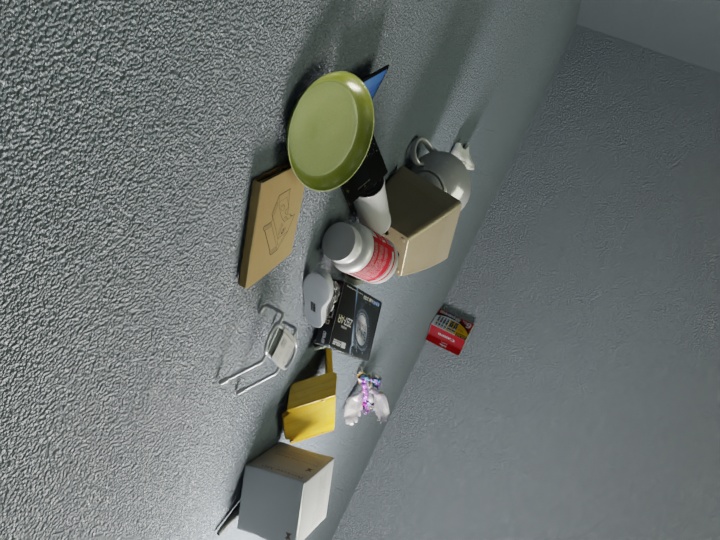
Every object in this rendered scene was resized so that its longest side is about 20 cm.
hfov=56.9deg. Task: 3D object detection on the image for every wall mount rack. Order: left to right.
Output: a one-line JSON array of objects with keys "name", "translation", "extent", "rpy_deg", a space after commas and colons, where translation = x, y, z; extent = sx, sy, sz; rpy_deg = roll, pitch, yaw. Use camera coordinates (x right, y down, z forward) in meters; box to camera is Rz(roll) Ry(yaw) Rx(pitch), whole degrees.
[{"name": "wall mount rack", "translation": [-0.192, 0.166, 1.305], "extent": [0.200, 0.074, 0.176], "rpy_deg": [69, 44, -69]}]

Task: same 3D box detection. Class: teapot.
[{"name": "teapot", "translation": [0.194, -0.226, 1.798], "extent": [0.145, 0.200, 0.199], "rpy_deg": [-25, 150, -50]}]

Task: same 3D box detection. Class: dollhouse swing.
[{"name": "dollhouse swing", "translation": [-0.138, 0.317, 1.766], "extent": [0.179, 0.177, 0.201], "rpy_deg": [-14, 145, -13]}]

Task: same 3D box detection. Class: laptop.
[{"name": "laptop", "translation": [0.015, -0.259, 1.265], "extent": [0.177, 0.102, 0.202], "rpy_deg": [-45, 117, -49]}]

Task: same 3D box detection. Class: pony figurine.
[{"name": "pony figurine", "translation": [0.028, 0.443, 2.344], "extent": [0.200, 0.164, 0.197], "rpy_deg": [43, 41, -70]}]

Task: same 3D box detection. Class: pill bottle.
[{"name": "pill bottle", "translation": [-0.002, -0.042, 1.498], "extent": [0.199, 0.111, 0.114], "rpy_deg": [23, 92, -60]}]

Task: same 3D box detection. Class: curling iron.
[{"name": "curling iron", "translation": [-0.294, 0.595, 1.674], "extent": [0.200, 0.025, 0.050], "rpy_deg": [-42, 141, -56]}]

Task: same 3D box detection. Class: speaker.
[{"name": "speaker", "translation": [0.023, -0.154, 1.507], "extent": [0.082, 0.080, 0.200], "rpy_deg": [-60, 163, -16]}]

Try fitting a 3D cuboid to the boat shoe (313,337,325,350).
[{"name": "boat shoe", "translation": [-0.060, 0.150, 1.729], "extent": [0.200, 0.071, 0.062], "rpy_deg": [-24, 97, -51]}]

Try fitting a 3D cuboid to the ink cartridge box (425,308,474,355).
[{"name": "ink cartridge box", "translation": [0.456, 0.316, 3.412], "extent": [0.176, 0.198, 0.085], "rpy_deg": [-51, 159, -43]}]

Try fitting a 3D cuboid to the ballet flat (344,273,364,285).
[{"name": "ballet flat", "translation": [0.000, 0.000, 1.694], "extent": [0.069, 0.068, 0.200], "rpy_deg": [-61, 166, 19]}]

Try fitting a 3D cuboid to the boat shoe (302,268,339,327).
[{"name": "boat shoe", "translation": [-0.081, 0.050, 1.477], "extent": [0.068, 0.073, 0.201], "rpy_deg": [-49, 158, -32]}]

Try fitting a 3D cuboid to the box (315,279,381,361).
[{"name": "box", "translation": [-0.026, 0.128, 1.662], "extent": [0.199, 0.043, 0.163], "rpy_deg": [32, 68, -55]}]

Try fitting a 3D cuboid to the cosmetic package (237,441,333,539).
[{"name": "cosmetic package", "translation": [-0.183, 0.556, 1.669], "extent": [0.200, 0.165, 0.169], "rpy_deg": [-7, 107, -71]}]

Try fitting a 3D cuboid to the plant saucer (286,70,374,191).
[{"name": "plant saucer", "translation": [-0.055, -0.235, 1.121], "extent": [0.199, 0.031, 0.203], "rpy_deg": [-28, 131, -37]}]

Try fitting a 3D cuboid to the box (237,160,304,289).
[{"name": "box", "translation": [-0.148, -0.087, 1.149], "extent": [0.163, 0.021, 0.203], "rpy_deg": [-44, 152, -55]}]

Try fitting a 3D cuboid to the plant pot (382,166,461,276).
[{"name": "plant pot", "translation": [0.113, -0.106, 1.697], "extent": [0.177, 0.199, 0.202], "rpy_deg": [-38, 151, -36]}]

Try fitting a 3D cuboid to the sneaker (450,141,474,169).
[{"name": "sneaker", "translation": [0.353, -0.394, 2.268], "extent": [0.200, 0.074, 0.090], "rpy_deg": [-12, 114, -70]}]
